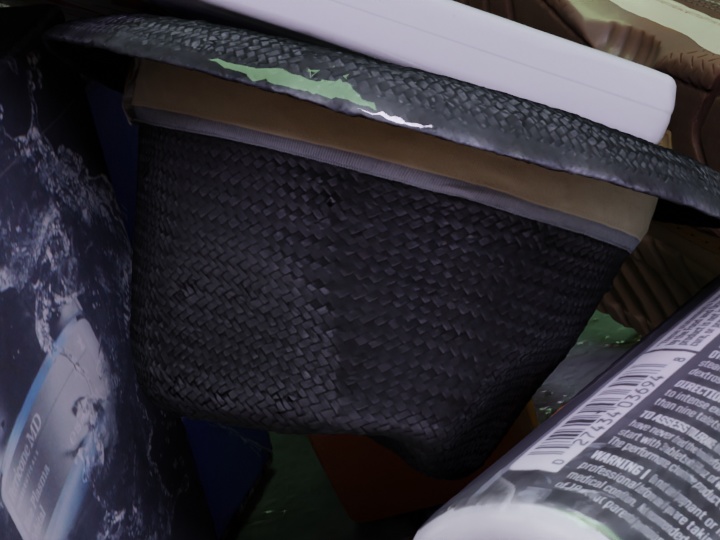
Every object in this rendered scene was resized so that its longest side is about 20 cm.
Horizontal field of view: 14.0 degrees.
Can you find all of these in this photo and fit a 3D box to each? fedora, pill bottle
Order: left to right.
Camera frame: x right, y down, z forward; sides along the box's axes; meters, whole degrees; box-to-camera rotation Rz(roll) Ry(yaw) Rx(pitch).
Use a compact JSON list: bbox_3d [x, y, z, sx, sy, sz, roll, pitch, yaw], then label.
[{"bbox_3d":[0.000,0.000,0.728,0.200,0.092,0.201,14,0,0],"label":"fedora"},{"bbox_3d":[0.107,0.056,0.736,0.106,0.106,0.200,6,30,41],"label":"pill bottle"}]

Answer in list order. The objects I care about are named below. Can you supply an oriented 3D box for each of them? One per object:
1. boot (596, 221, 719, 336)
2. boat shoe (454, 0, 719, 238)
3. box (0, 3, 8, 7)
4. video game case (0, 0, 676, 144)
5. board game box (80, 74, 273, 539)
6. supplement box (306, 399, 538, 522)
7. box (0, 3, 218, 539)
[{"bbox_3d":[0.158,-0.049,0.925,0.200,0.072,0.167,16,62,29],"label":"boot"},{"bbox_3d":[0.097,-0.057,0.872,0.075,0.075,0.202,-15,29,-25],"label":"boat shoe"},{"bbox_3d":[-0.148,-0.119,0.898,0.200,0.100,0.095,-20,17,-27],"label":"box"},{"bbox_3d":[-0.046,-0.072,0.773,0.200,0.023,0.182,16,-1,-27],"label":"video game case"},{"bbox_3d":[-0.150,0.022,0.909,0.200,0.160,0.097,-7,24,21],"label":"board game box"},{"bbox_3d":[0.002,-0.026,0.920,0.069,0.067,0.200,-15,56,7],"label":"supplement box"},{"bbox_3d":[-0.137,0.063,0.750,0.117,0.200,0.197,-5,25,23],"label":"box"}]
